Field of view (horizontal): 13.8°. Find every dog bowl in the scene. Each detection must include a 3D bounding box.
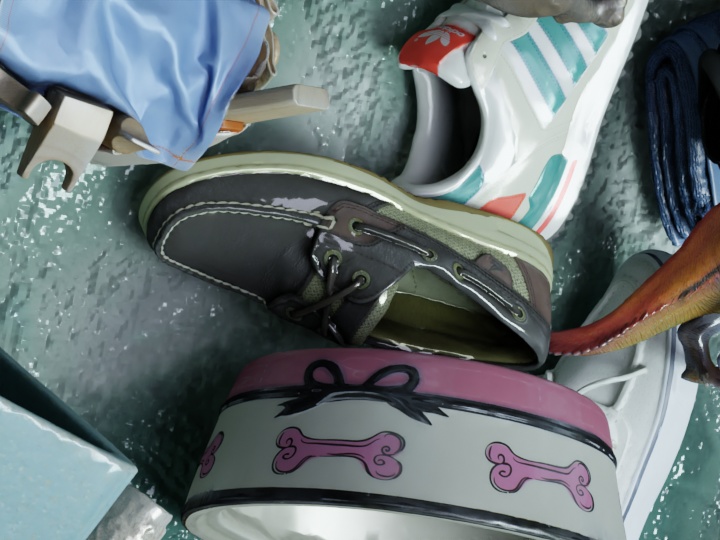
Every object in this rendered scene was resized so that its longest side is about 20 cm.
[{"bbox_3d":[0.024,0.089,1.310,0.200,0.200,0.074,17,72,-34],"label":"dog bowl"}]

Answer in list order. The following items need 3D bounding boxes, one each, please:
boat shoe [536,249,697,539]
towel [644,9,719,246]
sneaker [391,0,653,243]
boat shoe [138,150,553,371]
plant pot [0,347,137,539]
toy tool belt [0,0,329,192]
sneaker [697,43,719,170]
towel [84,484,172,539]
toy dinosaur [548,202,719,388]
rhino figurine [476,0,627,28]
[{"bbox_3d":[0.095,0.082,1.424,0.086,0.075,0.202,11,105,-31],"label":"boat shoe"},{"bbox_3d":[0.229,-0.090,1.477,0.200,0.049,0.112,-18,111,-27],"label":"towel"},{"bbox_3d":[0.070,-0.110,1.357,0.093,0.070,0.200,11,98,-40],"label":"sneaker"},{"bbox_3d":[0.000,0.001,1.319,0.201,0.066,0.072,13,135,-25],"label":"boat shoe"},{"bbox_3d":[-0.242,0.093,1.138,0.196,0.196,0.200,30,91,-30],"label":"plant pot"},{"bbox_3d":[-0.120,-0.097,1.209,0.200,0.123,0.125,13,94,-33],"label":"toy tool belt"},{"bbox_3d":[0.217,-0.059,1.416,0.099,0.071,0.200,-24,137,6],"label":"sneaker"},{"bbox_3d":[-0.153,0.130,1.196,0.034,0.200,0.133,37,80,-26],"label":"towel"},{"bbox_3d":[0.196,-0.024,1.332,0.200,0.105,0.182,11,101,-10],"label":"toy dinosaur"},{"bbox_3d":[0.100,-0.187,1.260,0.087,0.060,0.200,-7,136,-33],"label":"rhino figurine"}]
